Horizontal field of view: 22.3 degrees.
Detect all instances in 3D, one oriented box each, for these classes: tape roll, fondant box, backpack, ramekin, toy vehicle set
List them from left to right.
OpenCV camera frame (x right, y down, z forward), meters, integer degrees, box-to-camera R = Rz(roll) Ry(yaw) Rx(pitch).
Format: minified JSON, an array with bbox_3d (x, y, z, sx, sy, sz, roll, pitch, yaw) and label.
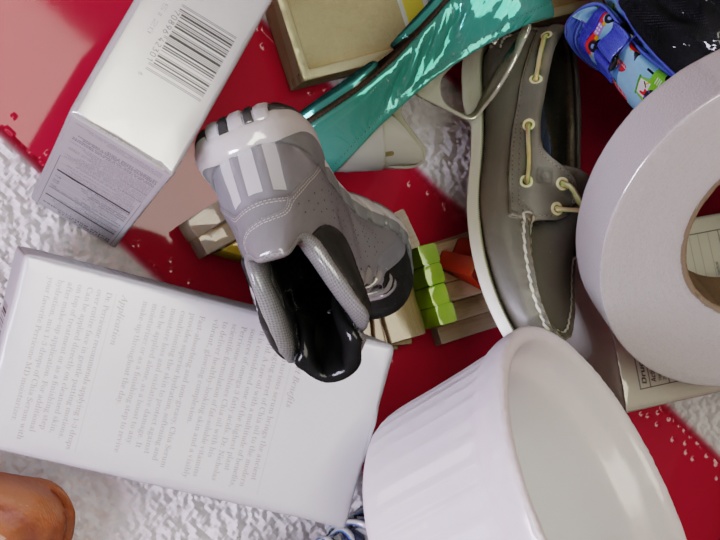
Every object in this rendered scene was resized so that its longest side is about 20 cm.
[{"bbox_3d":[-0.100,-0.101,0.924,0.058,0.200,0.145,31,75,-10],"label":"fondant box"},{"bbox_3d":[0.035,-0.189,1.071,0.199,0.027,0.125,-16,88,-19],"label":"toy vehicle set"},{"bbox_3d":[0.087,0.139,0.939,0.097,0.200,0.201,-27,93,23],"label":"ramekin"},{"bbox_3d":[0.198,-0.153,1.043,0.135,0.200,0.182,-49,144,17],"label":"backpack"},{"bbox_3d":[0.212,-0.029,0.965,0.202,0.037,0.204,-10,125,-14],"label":"tape roll"}]

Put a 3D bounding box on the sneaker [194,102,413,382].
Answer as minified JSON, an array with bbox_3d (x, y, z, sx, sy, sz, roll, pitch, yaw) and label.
[{"bbox_3d":[-0.018,0.012,0.892,0.075,0.200,0.116,-24,60,13],"label":"sneaker"}]

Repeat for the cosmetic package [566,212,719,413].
[{"bbox_3d":[0.218,0.017,1.080,0.199,0.073,0.104,-9,86,-19],"label":"cosmetic package"}]

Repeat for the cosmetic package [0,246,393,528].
[{"bbox_3d":[-0.094,0.060,0.963,0.199,0.071,0.102,15,91,-14],"label":"cosmetic package"}]

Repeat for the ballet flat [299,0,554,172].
[{"bbox_3d":[0.028,-0.099,1.008,0.200,0.067,0.070,-41,94,4],"label":"ballet flat"}]

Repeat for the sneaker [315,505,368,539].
[{"bbox_3d":[-0.010,0.169,0.995,0.199,0.077,0.086,10,70,-24],"label":"sneaker"}]

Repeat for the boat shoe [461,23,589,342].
[{"bbox_3d":[0.099,-0.048,1.020,0.072,0.060,0.203,35,45,-50],"label":"boat shoe"}]

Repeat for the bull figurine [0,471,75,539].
[{"bbox_3d":[-0.246,0.135,0.919,0.199,0.065,0.122,14,83,-14],"label":"bull figurine"}]

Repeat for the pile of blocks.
[{"bbox_3d":[0.000,0.000,1.017,0.199,0.062,0.083,10,80,-16],"label":"pile of blocks"}]
